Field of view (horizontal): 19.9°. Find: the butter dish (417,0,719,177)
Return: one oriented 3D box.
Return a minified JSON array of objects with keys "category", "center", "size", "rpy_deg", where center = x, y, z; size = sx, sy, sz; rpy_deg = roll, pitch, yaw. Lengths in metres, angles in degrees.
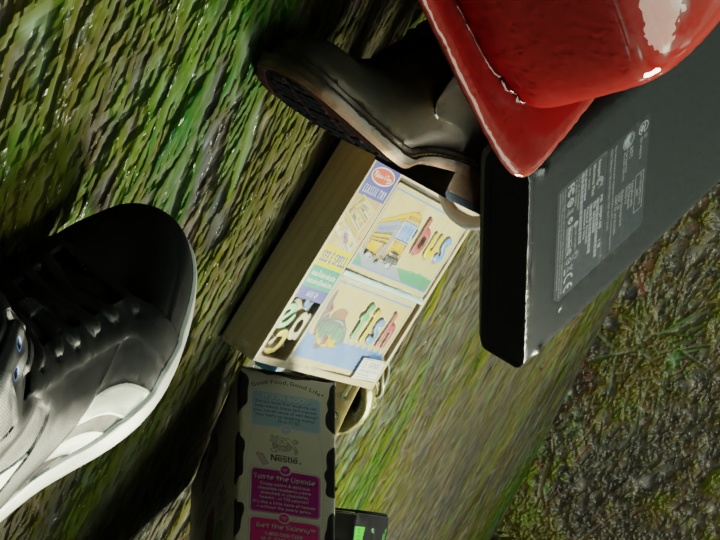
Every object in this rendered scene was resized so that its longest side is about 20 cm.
[{"category":"butter dish","center":[0.119,-0.171,0.901],"size":[0.200,0.147,0.201],"rpy_deg":[-53,128,-33]}]

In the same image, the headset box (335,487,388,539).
[{"category":"headset box","center":[-0.042,0.252,1.448],"size":[0.174,0.092,0.202],"rpy_deg":[46,50,-78]}]

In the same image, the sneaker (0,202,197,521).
[{"category":"sneaker","center":[-0.115,0.024,0.713],"size":[0.200,0.073,0.112],"rpy_deg":[-50,167,-36]}]

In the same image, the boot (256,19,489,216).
[{"category":"boot","center":[0.025,-0.099,0.974],"size":[0.098,0.074,0.200],"rpy_deg":[-61,150,2]}]

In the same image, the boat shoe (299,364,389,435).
[{"category":"boat shoe","center":[-0.020,0.097,1.368],"size":[0.201,0.063,0.074],"rpy_deg":[-40,159,-59]}]

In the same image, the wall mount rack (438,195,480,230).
[{"category":"wall mount rack","center":[0.101,-0.115,1.186],"size":[0.074,0.173,0.201],"rpy_deg":[28,92,-49]}]

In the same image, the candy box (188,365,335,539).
[{"category":"candy box","center":[-0.058,0.175,1.148],"size":[0.137,0.060,0.202],"rpy_deg":[115,-21,-50]}]

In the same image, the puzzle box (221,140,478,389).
[{"category":"puzzle box","center":[0.000,0.000,1.200],"size":[0.134,0.025,0.200],"rpy_deg":[-59,159,4]}]

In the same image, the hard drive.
[{"category":"hard drive","center":[0.136,-0.058,1.077],"size":[0.200,0.033,0.140],"rpy_deg":[-40,145,-32]}]

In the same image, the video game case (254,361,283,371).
[{"category":"video game case","center":[0.003,-0.015,1.293],"size":[0.144,0.018,0.200],"rpy_deg":[-63,168,14]}]
